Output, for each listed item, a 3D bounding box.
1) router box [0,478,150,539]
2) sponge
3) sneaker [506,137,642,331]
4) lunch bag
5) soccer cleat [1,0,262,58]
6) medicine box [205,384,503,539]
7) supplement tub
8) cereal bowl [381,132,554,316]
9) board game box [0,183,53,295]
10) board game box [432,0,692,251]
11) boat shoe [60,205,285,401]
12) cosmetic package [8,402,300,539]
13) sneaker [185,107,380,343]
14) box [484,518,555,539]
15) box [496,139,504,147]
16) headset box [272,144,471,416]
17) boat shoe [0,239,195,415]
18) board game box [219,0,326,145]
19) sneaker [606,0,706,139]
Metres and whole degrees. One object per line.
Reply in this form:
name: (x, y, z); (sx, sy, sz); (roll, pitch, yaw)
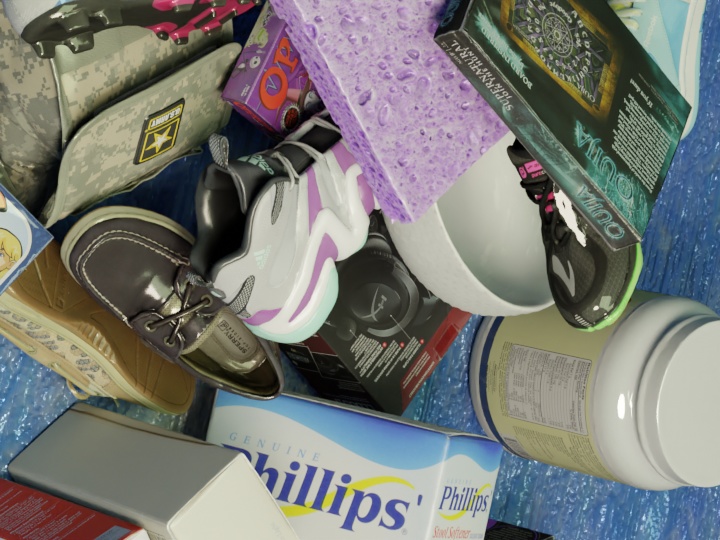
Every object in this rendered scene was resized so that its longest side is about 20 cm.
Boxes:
router box: (-0.169, 0.242, 1.580); (0.049, 0.179, 0.200); (-35, 116, -30)
sponge: (0.017, -0.142, 1.548); (0.112, 0.030, 0.200); (-42, 115, -29)
sneaker: (0.134, -0.053, 1.653); (0.084, 0.077, 0.201); (11, 62, -45)
lunch bag: (-0.166, -0.142, 1.567); (0.164, 0.117, 0.200); (-33, 119, -38)
soccer cleat: (-0.136, -0.182, 1.468); (0.200, 0.070, 0.087); (-13, 77, -50)
medicine box: (-0.020, 0.192, 1.676); (0.103, 0.182, 0.201); (13, 88, -65)
supplement tub: (0.194, 0.085, 1.836); (0.145, 0.200, 0.145); (-7, 101, -38)
cereal bowl: (0.074, -0.063, 1.696); (0.200, 0.083, 0.201); (17, 67, -48)
board game box: (-0.303, -0.041, 1.485); (0.200, 0.034, 0.135); (45, 67, -13)
board game box: (0.135, -0.128, 1.604); (0.200, 0.028, 0.135); (48, 47, -24)
boat shoe: (-0.114, 0.025, 1.597); (0.072, 0.065, 0.200); (-44, 135, 5)
cosmetic package: (-0.132, 0.159, 1.584); (0.073, 0.200, 0.104); (-44, 121, -25)
sneaker: (-0.046, -0.065, 1.560); (0.140, 0.078, 0.200); (35, 74, -44)
box: (0.082, 0.295, 1.827); (0.106, 0.122, 0.201); (-20, 109, -35)
box: (0.053, -0.186, 1.766); (0.100, 0.075, 0.200); (-55, 127, -18)
headset box: (0.000, 0.000, 1.746); (0.149, 0.077, 0.200); (-54, 126, -21)
boat shoe: (-0.187, 0.037, 1.621); (0.200, 0.063, 0.073); (41, 45, -38)
board game box: (-0.013, -0.175, 1.636); (0.120, 0.032, 0.200); (36, 75, -48)
sneaker: (0.197, -0.188, 1.878); (0.130, 0.079, 0.201); (-13, 104, -38)
